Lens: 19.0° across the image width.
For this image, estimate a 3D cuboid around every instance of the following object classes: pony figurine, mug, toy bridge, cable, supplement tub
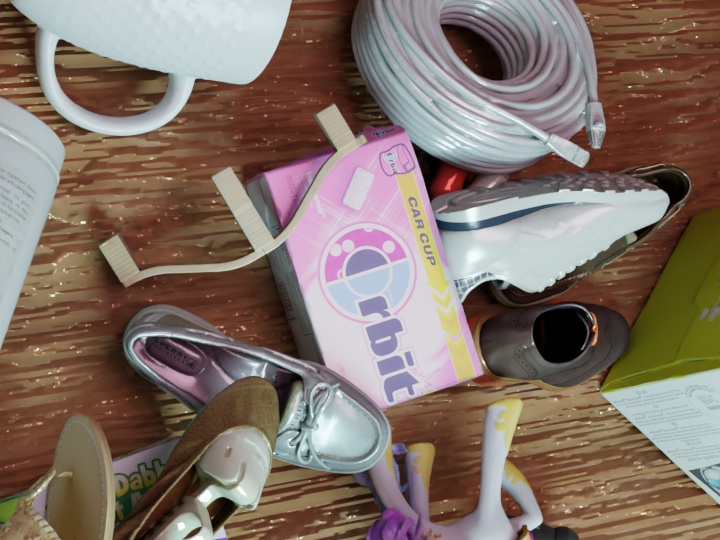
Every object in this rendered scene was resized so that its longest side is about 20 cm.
[{"bbox_3d":[0.056,0.203,1.533,0.193,0.167,0.200,-10,58,-7],"label":"pony figurine"},{"bbox_3d":[-0.157,-0.191,1.492,0.175,0.148,0.200,8,106,-23],"label":"mug"},{"bbox_3d":[-0.081,-0.042,1.508,0.200,0.027,0.067,-31,93,-4],"label":"toy bridge"},{"bbox_3d":[0.090,-0.171,1.651,0.200,0.069,0.200,18,55,-20],"label":"cable"},{"bbox_3d":[-0.278,-0.007,1.372,0.132,0.132,0.200,27,67,-26],"label":"supplement tub"},{"bbox_3d":[0.056,-0.017,1.636,0.097,0.050,0.200,37,63,-20],"label":"cable"}]

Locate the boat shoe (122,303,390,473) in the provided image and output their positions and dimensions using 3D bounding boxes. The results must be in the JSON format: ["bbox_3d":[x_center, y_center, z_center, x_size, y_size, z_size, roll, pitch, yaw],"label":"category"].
[{"bbox_3d":[-0.073,0.086,1.491,0.202,0.065,0.074,29,95,-7],"label":"boat shoe"}]

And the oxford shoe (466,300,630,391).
[{"bbox_3d":[0.161,0.056,1.659,0.200,0.072,0.071,-8,85,-51],"label":"oxford shoe"}]

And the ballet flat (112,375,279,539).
[{"bbox_3d":[-0.109,0.156,1.408,0.200,0.072,0.068,-47,118,-16],"label":"ballet flat"}]

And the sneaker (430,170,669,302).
[{"bbox_3d":[0.144,-0.028,1.635,0.200,0.076,0.081,-9,103,-21],"label":"sneaker"}]

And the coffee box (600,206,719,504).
[{"bbox_3d":[0.355,0.067,1.722,0.198,0.200,0.200,42,61,-19],"label":"coffee box"}]

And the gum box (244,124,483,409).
[{"bbox_3d":[0.000,0.000,1.571,0.113,0.066,0.200,-18,91,-17],"label":"gum box"}]

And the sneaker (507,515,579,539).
[{"bbox_3d":[0.101,0.278,1.608,0.079,0.075,0.200,22,67,-7],"label":"sneaker"}]

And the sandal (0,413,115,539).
[{"bbox_3d":[-0.207,0.194,1.362,0.070,0.078,0.212,9,81,-37],"label":"sandal"}]

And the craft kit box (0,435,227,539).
[{"bbox_3d":[-0.172,0.233,1.447,0.200,0.049,0.198,-19,88,-34],"label":"craft kit box"}]

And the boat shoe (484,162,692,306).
[{"bbox_3d":[0.184,-0.037,1.707,0.202,0.075,0.075,-33,99,-33],"label":"boat shoe"}]
